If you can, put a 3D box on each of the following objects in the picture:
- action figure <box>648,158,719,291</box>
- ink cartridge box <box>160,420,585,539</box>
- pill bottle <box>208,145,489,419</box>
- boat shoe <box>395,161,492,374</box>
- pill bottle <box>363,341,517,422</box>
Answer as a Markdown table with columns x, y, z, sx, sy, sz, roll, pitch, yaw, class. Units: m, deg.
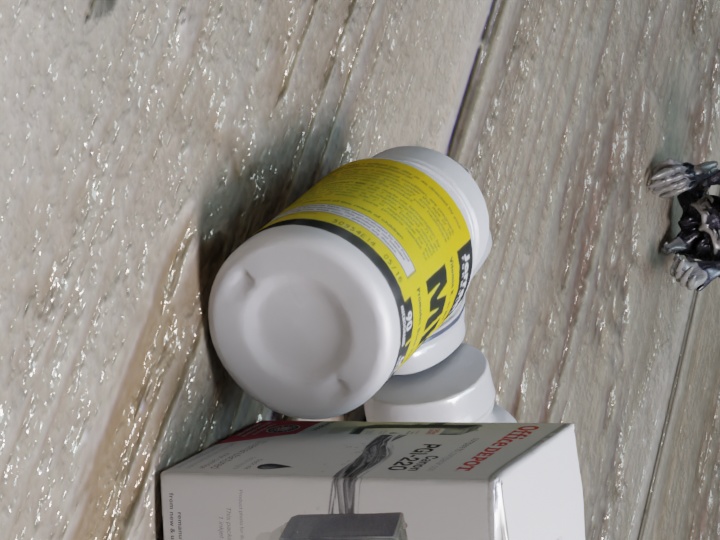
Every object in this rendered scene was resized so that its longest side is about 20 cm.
| x | y | z | sx | sy | sz | roll | pitch | yaw | class |
| --- | --- | --- | --- | --- | --- | --- | --- | --- | --- |
| 0.302 | -0.049 | 2.364 | 0.119 | 0.102 | 0.200 | 69 | -26 | 17 | action figure |
| 0.009 | 0.136 | 1.508 | 0.146 | 0.200 | 0.085 | -24 | 113 | -66 | ink cartridge box |
| 0.000 | 0.000 | 1.595 | 0.200 | 0.114 | 0.114 | -43 | 130 | -60 | pill bottle |
| 0.040 | -0.007 | 1.755 | 0.200 | 0.071 | 0.070 | -59 | 144 | -55 | boat shoe |
| 0.056 | 0.150 | 1.744 | 0.112 | 0.112 | 0.200 | -56 | 141 | -53 | pill bottle |
